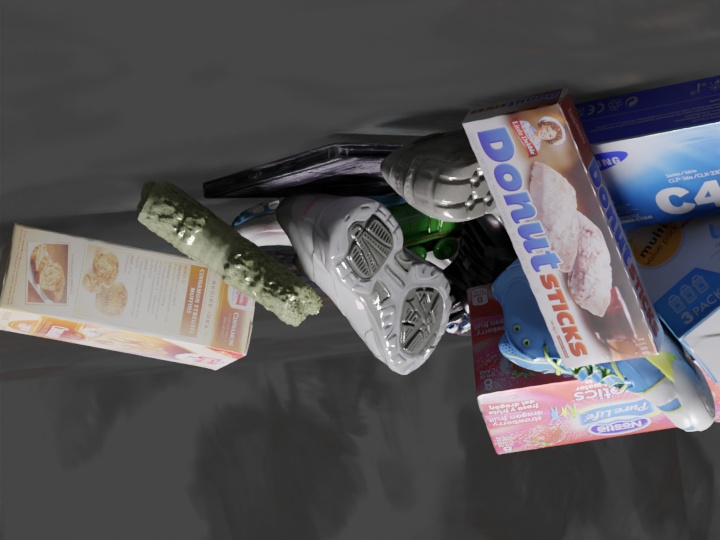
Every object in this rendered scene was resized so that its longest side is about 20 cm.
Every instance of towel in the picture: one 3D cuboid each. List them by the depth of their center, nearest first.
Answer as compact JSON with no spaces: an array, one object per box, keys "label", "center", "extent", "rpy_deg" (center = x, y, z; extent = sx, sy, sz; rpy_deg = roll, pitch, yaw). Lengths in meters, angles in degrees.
[{"label":"towel","center":[-0.096,-0.009,1.577],"extent":[0.148,0.037,0.200],"rpy_deg":[36,177,2]}]

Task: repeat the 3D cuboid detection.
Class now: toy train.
[{"label":"toy train","center":[0.053,-0.036,1.681],"extent":[0.199,0.042,0.057],"rpy_deg":[-16,134,-22]}]

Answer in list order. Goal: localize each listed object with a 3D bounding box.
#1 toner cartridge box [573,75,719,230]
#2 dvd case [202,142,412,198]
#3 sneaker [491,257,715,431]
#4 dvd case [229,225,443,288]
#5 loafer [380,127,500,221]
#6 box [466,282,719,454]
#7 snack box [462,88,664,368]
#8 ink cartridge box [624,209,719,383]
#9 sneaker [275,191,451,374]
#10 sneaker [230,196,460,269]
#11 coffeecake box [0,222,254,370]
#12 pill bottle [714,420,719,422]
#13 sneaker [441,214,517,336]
[{"label":"toner cartridge box","center":[0.220,-0.080,1.433],"extent":[0.199,0.043,0.095],"rpy_deg":[-10,139,25]},{"label":"dvd case","center":[0.007,-0.074,1.564],"extent":[0.199,0.016,0.148],"rpy_deg":[-2,172,-44]},{"label":"sneaker","center":[0.165,0.056,1.519],"extent":[0.105,0.200,0.076],"rpy_deg":[-40,148,9]},{"label":"dvd case","center":[-0.018,-0.016,1.819],"extent":[0.199,0.018,0.143],"rpy_deg":[-4,-161,-28]},{"label":"loafer","center":[0.089,-0.073,1.492],"extent":[0.070,0.070,0.200],"rpy_deg":[24,-165,31]},{"label":"box","center":[0.186,0.061,1.602],"extent":[0.199,0.100,0.096],"rpy_deg":[-10,144,9]},{"label":"snack box","center":[0.137,-0.025,1.420],"extent":[0.072,0.201,0.024],"rpy_deg":[-10,-151,29]},{"label":"ink cartridge box","center":[0.235,-0.031,1.509],"extent":[0.115,0.200,0.068],"rpy_deg":[-40,132,7]},{"label":"sneaker","center":[0.000,0.000,1.607],"extent":[0.099,0.078,0.200],"rpy_deg":[27,157,39]},{"label":"sneaker","center":[-0.005,-0.022,1.721],"extent":[0.199,0.087,0.075],"rpy_deg":[-5,176,-11]},{"label":"coffeecake box","center":[-0.196,0.024,1.745],"extent":[0.199,0.073,0.153],"rpy_deg":[11,170,-11]},{"label":"pill bottle","center":[0.250,0.068,1.867],"extent":[0.199,0.115,0.114],"rpy_deg":[13,174,-1]},{"label":"sneaker","center":[0.091,-0.001,1.639],"extent":[0.112,0.073,0.200],"rpy_deg":[-34,153,6]}]
